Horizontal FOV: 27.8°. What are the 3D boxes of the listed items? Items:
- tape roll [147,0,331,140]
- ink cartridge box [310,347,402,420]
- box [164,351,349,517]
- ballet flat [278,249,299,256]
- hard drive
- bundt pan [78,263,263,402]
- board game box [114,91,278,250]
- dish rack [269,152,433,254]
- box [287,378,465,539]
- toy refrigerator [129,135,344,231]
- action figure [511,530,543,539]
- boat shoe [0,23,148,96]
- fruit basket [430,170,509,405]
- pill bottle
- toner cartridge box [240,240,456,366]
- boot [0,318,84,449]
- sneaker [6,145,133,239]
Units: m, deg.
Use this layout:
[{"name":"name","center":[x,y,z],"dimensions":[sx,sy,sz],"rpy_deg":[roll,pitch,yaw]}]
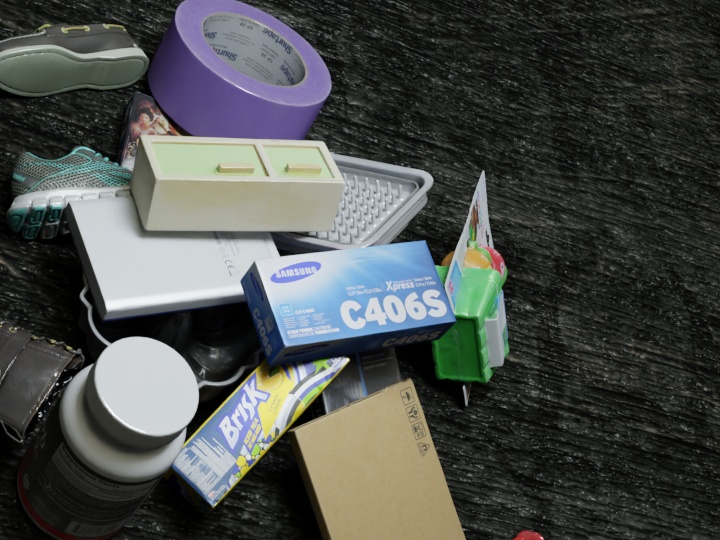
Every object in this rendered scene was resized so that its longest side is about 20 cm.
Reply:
[{"name":"tape roll","center":[-0.138,-0.222,1.674],"dimensions":[0.198,0.085,0.201],"rpy_deg":[23,34,-16]},{"name":"ink cartridge box","center":[-0.006,0.121,1.512],"dimensions":[0.099,0.039,0.202],"rpy_deg":[-11,83,-30]},{"name":"box","center":[-0.101,0.142,1.412],"dimensions":[0.064,0.070,0.200],"rpy_deg":[43,69,3]},{"name":"ballet flat","center":[-0.043,-0.035,1.638],"dimensions":[0.199,0.067,0.063],"rpy_deg":[-22,86,-51]},{"name":"hard drive","center":[-0.181,-0.020,1.451],"dimensions":[0.198,0.025,0.133],"rpy_deg":[-7,58,-31]},{"name":"bundt pan","center":[-0.192,0.052,1.460],"dimensions":[0.200,0.076,0.203],"rpy_deg":[15,48,-18]},{"name":"board game box","center":[-0.175,-0.108,1.629],"dimensions":[0.198,0.035,0.136],"rpy_deg":[19,48,-20]},{"name":"dish rack","center":[-0.035,-0.064,1.572],"dimensions":[0.198,0.044,0.172],"rpy_deg":[12,37,31]},{"name":"box","center":[0.021,0.228,1.459],"dimensions":[0.163,0.021,0.202],"rpy_deg":[-19,91,-39]},{"name":"toy refrigerator","center":[-0.123,-0.089,1.462],"dimensions":[0.198,0.070,0.076],"rpy_deg":[1,39,-24]},{"name":"action figure","center":[0.114,0.321,1.472],"dimensions":[0.199,0.051,0.066],"rpy_deg":[-16,109,-39]},{"name":"boat shoe","center":[-0.330,-0.238,1.606],"dimensions":[0.200,0.072,0.061],"rpy_deg":[-7,57,-45]},{"name":"fruit basket","center":[0.134,0.020,1.646],"dimensions":[0.093,0.186,0.201],"rpy_deg":[8,43,20]},{"name":"pill bottle","center":[-0.222,0.150,1.284],"dimensions":[0.115,0.200,0.117],"rpy_deg":[18,48,-21]},{"name":"toner cartridge box","center":[-0.010,0.030,1.422],"dimensions":[0.198,0.043,0.096],"rpy_deg":[-8,64,-32]},{"name":"boot","center":[-0.336,0.058,1.343],"dimensions":[0.172,0.069,0.201],"rpy_deg":[18,57,5]},{"name":"sneaker","center":[-0.269,-0.091,1.506],"dimensions":[0.198,0.078,0.092],"rpy_deg":[-3,60,-24]}]
